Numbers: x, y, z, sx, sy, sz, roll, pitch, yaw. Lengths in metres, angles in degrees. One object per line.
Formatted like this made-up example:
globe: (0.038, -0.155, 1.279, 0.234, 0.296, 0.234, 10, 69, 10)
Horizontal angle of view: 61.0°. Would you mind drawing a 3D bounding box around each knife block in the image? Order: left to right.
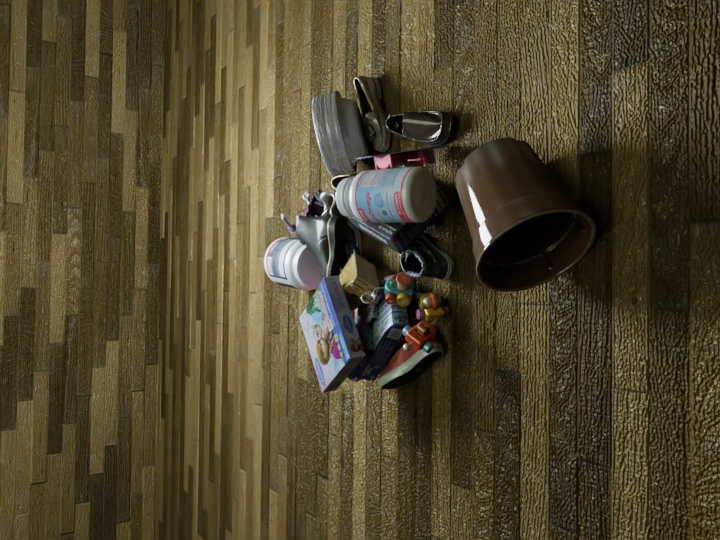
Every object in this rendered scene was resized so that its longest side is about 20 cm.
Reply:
knife block: (0.000, 0.000, 1.447, 0.200, 0.064, 0.177, -39, 26, 59)

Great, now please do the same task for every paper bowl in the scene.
paper bowl: (-0.044, -0.341, 1.513, 0.201, 0.103, 0.203, -13, -90, -82)

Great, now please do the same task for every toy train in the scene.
toy train: (0.101, 0.074, 1.266, 0.200, 0.149, 0.056, 41, 141, 30)

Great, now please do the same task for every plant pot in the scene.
plant pot: (0.261, -0.104, 1.035, 0.201, 0.198, 0.200, -53, 40, 41)

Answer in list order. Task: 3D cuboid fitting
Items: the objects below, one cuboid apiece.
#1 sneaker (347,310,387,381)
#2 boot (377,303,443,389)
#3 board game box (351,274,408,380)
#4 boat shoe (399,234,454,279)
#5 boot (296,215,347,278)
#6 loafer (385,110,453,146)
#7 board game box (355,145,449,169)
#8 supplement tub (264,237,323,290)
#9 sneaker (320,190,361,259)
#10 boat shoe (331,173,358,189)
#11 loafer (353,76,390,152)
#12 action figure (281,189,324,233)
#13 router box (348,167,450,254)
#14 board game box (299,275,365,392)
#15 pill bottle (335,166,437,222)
sneaker: (-0.028, 0.172, 1.468, 0.201, 0.112, 0.071, 58, 140, 18)
boot: (0.094, 0.168, 1.371, 0.200, 0.072, 0.145, -46, 50, 36)
board game box: (0.037, 0.109, 1.398, 0.201, 0.061, 0.201, -95, 24, -47)
boat shoe: (0.112, -0.039, 1.328, 0.200, 0.090, 0.072, 35, 117, 51)
boot: (-0.107, -0.044, 1.572, 0.137, 0.077, 0.203, 9, 98, 31)
loafer: (0.123, -0.312, 1.339, 0.199, 0.070, 0.074, 14, 100, 55)
board game box: (0.090, -0.229, 1.279, 0.158, 0.198, 0.039, -58, -40, -78)
supplement tub: (-0.170, -0.020, 1.705, 0.199, 0.139, 0.142, 8, 96, 56)
sneaker: (-0.058, -0.117, 1.598, 0.078, 0.079, 0.202, -39, 58, 46)
boat shoe: (-0.004, -0.207, 1.532, 0.199, 0.064, 0.072, 15, 101, 56)
loafer: (0.023, -0.385, 1.500, 0.072, 0.062, 0.202, -31, 63, 50)
action figure: (-0.133, -0.145, 1.726, 0.149, 0.134, 0.200, 44, 154, -5)
router box: (0.076, -0.139, 1.345, 0.157, 0.052, 0.200, -46, 38, -8)
board game box: (-0.070, 0.150, 1.406, 0.200, 0.041, 0.202, -57, 47, 51)
pill bottle: (0.048, -0.152, 1.250, 0.198, 0.108, 0.110, 3, 91, 40)
